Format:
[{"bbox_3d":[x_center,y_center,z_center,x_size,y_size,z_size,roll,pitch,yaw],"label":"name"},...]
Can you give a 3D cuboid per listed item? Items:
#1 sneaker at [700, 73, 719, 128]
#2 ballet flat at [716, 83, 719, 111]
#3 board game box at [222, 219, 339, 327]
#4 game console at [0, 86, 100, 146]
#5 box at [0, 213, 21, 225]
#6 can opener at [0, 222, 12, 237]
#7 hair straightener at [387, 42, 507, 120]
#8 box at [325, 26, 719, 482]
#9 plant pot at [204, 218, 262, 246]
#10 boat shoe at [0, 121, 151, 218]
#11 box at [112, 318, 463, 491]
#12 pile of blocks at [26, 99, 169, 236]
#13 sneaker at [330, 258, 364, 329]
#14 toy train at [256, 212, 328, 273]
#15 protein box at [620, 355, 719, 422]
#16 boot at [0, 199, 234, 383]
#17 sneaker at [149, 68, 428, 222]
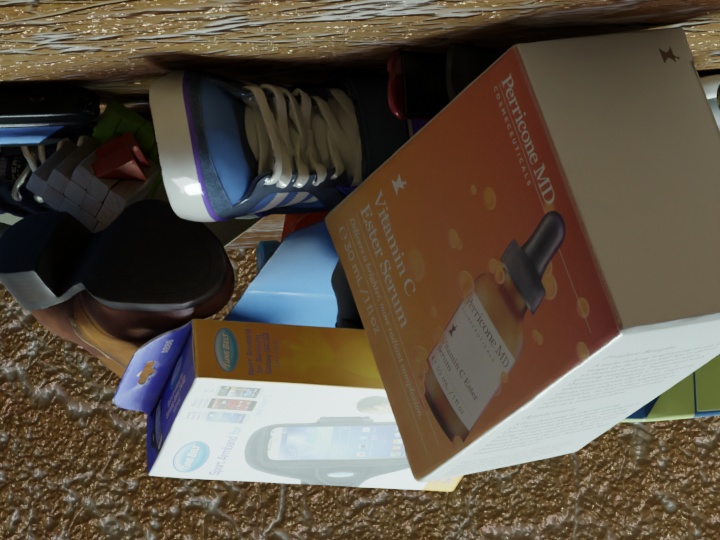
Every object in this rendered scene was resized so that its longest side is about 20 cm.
[{"bbox_3d":[0.254,-0.066,1.682,0.199,0.100,0.071,-2,180,-6],"label":"sneaker"},{"bbox_3d":[0.255,-0.066,1.602,0.072,0.072,0.200,-4,155,35],"label":"ballet flat"},{"bbox_3d":[0.000,0.000,1.649,0.157,0.039,0.200,2,147,-28],"label":"board game box"},{"bbox_3d":[-0.239,-0.034,1.589,0.175,0.117,0.200,-2,179,-14],"label":"game console"},{"bbox_3d":[-0.232,-0.049,1.909,0.199,0.069,0.082,-2,178,-28],"label":"box"},{"bbox_3d":[-0.247,-0.036,1.758,0.199,0.067,0.053,15,172,-33],"label":"can opener"},{"bbox_3d":[0.100,-0.090,1.484,0.077,0.041,0.200,-5,172,37],"label":"hair straightener"},{"bbox_3d":[0.091,-0.006,1.421,0.106,0.153,0.200,-8,160,-33],"label":"box"},{"bbox_3d":[-0.090,-0.038,1.815,0.200,0.028,0.200,-36,-172,6],"label":"plant pot"},{"bbox_3d":[-0.176,-0.055,1.774,0.092,0.075,0.200,9,170,-16],"label":"boat shoe"},{"bbox_3d":[-0.028,0.073,1.536,0.199,0.042,0.119,2,150,-16],"label":"box"},{"bbox_3d":[-0.098,-0.076,1.652,0.199,0.082,0.062,-14,145,-45],"label":"pile of blocks"},{"bbox_3d":[0.079,0.004,1.570,0.202,0.077,0.146,-32,146,25],"label":"sneaker"},{"bbox_3d":[0.037,-0.050,1.700,0.199,0.151,0.056,-4,-136,-11],"label":"toy train"},{"bbox_3d":[0.150,-0.006,1.818,0.134,0.200,0.200,-2,179,-39],"label":"protein box"},{"bbox_3d":[-0.088,0.051,1.587,0.188,0.069,0.200,-5,139,44],"label":"boot"},{"bbox_3d":[-0.019,-0.073,1.494,0.146,0.081,0.200,-12,173,11],"label":"sneaker"}]
